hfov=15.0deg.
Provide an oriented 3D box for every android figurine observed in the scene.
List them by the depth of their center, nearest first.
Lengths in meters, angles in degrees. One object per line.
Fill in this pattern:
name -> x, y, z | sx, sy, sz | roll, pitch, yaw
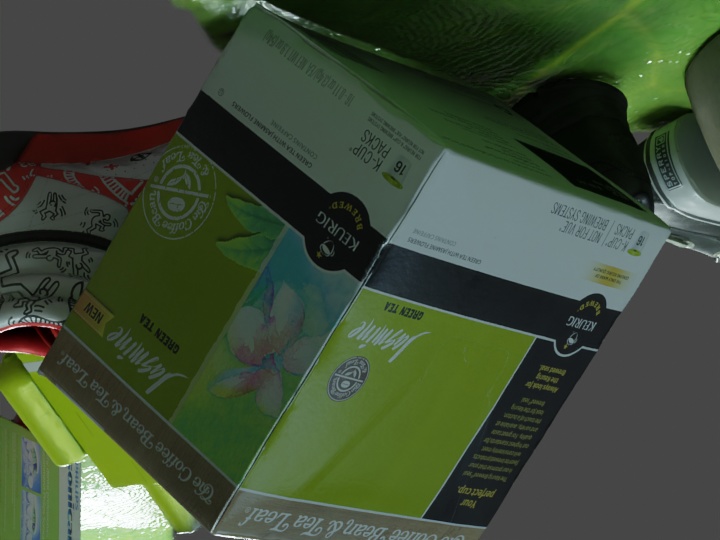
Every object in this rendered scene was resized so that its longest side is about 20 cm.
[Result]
android figurine -> -0.116, 0.058, 1.439 | 0.182, 0.041, 0.200 | -6, 127, 40

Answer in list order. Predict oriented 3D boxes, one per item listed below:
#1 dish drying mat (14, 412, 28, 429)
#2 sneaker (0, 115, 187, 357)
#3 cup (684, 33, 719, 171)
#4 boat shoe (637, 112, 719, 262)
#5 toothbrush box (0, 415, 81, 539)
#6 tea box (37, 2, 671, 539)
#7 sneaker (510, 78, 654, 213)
dish drying mat -> -0.147, 0.058, 1.641 | 0.077, 0.018, 0.200 | -1, 160, -24
sneaker -> -0.095, -0.013, 1.281 | 0.201, 0.108, 0.067 | -6, 163, -13
cup -> 0.268, -0.046, 1.321 | 0.200, 0.144, 0.200 | -8, 163, -3
boat shoe -> 0.209, -0.037, 1.459 | 0.200, 0.071, 0.064 | 16, 150, -40
toothbrush box -> -0.275, 0.141, 1.695 | 0.145, 0.086, 0.200 | -6, 166, 14
tea box -> 0.000, 0.013, 1.229 | 0.200, 0.134, 0.197 | 17, 108, -54
sneaker -> 0.067, -0.002, 1.348 | 0.076, 0.091, 0.200 | 14, 129, -38
